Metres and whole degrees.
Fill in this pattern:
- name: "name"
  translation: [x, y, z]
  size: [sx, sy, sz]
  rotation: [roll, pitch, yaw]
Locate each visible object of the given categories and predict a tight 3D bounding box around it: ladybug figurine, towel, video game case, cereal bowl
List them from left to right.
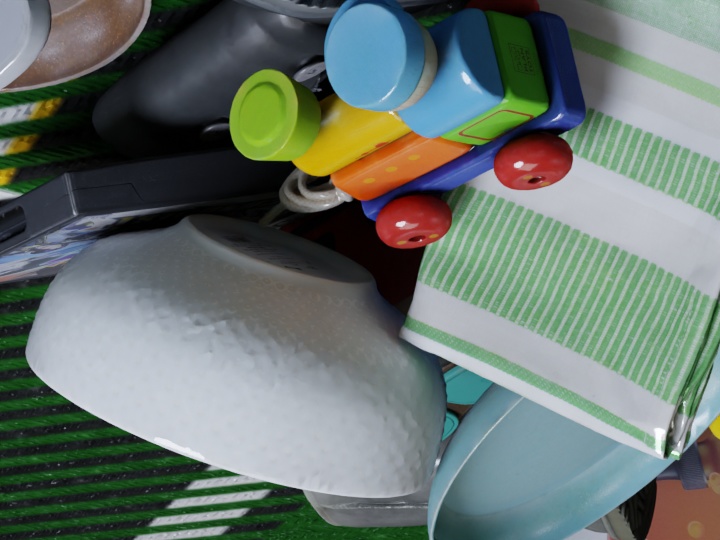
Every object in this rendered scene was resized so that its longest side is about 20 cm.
- name: "video game case"
  translation: [-0.098, -0.029, 1.246]
  size: [0.199, 0.026, 0.180]
  rotation: [-10, 174, -36]
- name: "cereal bowl"
  translation: [-0.049, 0.029, 1.167]
  size: [0.199, 0.084, 0.200]
  rotation: [18, -169, -4]
- name: "ladybug figurine"
  translation: [0.000, 0.000, 1.313]
  size: [0.199, 0.136, 0.072]
  rotation: [-30, 110, 38]
- name: "towel"
  translation: [0.104, -0.038, 1.086]
  size: [0.152, 0.202, 0.023]
  rotation: [23, -167, 29]

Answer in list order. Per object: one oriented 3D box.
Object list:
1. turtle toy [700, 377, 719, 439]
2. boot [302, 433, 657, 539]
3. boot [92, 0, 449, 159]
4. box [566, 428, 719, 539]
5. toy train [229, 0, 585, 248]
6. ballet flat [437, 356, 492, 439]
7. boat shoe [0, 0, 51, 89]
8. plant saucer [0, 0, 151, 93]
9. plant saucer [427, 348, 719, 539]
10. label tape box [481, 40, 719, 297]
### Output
- name: "turtle toy"
  translation: [0.193, 0.004, 1.305]
  size: [0.199, 0.101, 0.146]
  rotation: [-14, 116, 31]
- name: "boot"
  translation: [0.056, 0.098, 1.434]
  size: [0.198, 0.073, 0.182]
  rotation: [8, 145, 23]
- name: "boot"
  translation: [-0.060, -0.108, 1.122]
  size: [0.164, 0.066, 0.199]
  rotation: [2, 162, -39]
- name: "box"
  translation: [0.229, 0.165, 1.582]
  size: [0.198, 0.153, 0.106]
  rotation: [8, 155, -12]
- name: "toy train"
  translation: [-0.012, -0.056, 1.087]
  size: [0.199, 0.085, 0.115]
  rotation: [-26, 158, 38]
- name: "ballet flat"
  translation: [0.038, 0.051, 1.343]
  size: [0.068, 0.069, 0.200]
  rotation: [22, 143, -34]
- name: "boat shoe"
  translation: [-0.211, -0.093, 1.136]
  size: [0.199, 0.072, 0.070]
  rotation: [-18, 175, 29]
- name: "plant saucer"
  translation: [-0.191, -0.142, 1.132]
  size: [0.198, 0.035, 0.201]
  rotation: [1, 154, 1]
- name: "plant saucer"
  translation: [0.109, 0.068, 1.217]
  size: [0.199, 0.027, 0.201]
  rotation: [-30, 153, -17]
- name: "label tape box"
  translation: [0.154, -0.050, 1.154]
  size: [0.199, 0.067, 0.143]
  rotation: [-32, 160, 27]
